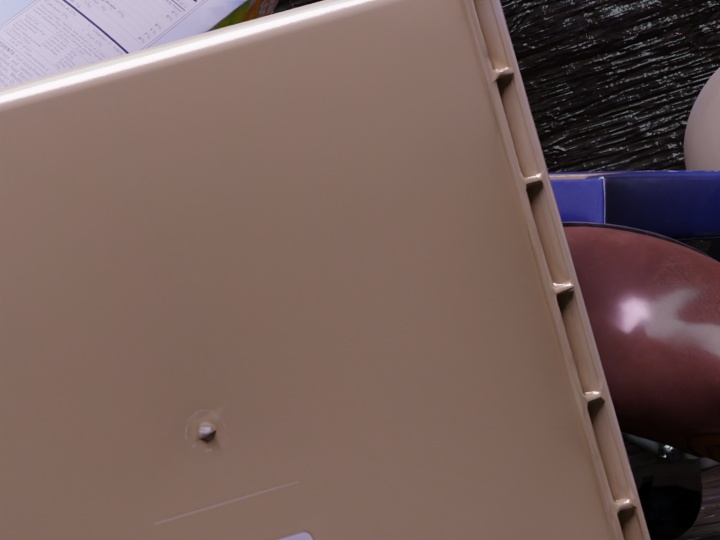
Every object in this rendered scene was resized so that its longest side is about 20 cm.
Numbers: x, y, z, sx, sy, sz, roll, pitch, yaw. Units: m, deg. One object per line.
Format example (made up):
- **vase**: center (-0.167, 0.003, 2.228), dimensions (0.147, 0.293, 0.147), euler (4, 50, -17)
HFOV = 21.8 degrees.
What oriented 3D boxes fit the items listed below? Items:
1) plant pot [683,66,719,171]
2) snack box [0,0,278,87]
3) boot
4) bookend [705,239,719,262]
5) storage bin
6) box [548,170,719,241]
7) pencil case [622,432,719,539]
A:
- **plant pot**: center (0.319, -0.047, 1.228), dimensions (0.200, 0.201, 0.135), euler (-16, 37, 16)
- **snack box**: center (-0.128, -0.044, 0.741), dimensions (0.200, 0.068, 0.169), euler (-47, -5, -37)
- **boot**: center (0.116, 0.037, 0.526), dimensions (0.188, 0.069, 0.200), euler (27, 2, -1)
- **bookend**: center (0.284, -0.017, 0.874), dimensions (0.092, 0.199, 0.200), euler (-3, 37, -36)
- **storage bin**: center (-0.040, 0.040, 0.494), dimensions (0.199, 0.199, 0.094), euler (-16, 0, -5)
- **box**: center (0.106, -0.027, 0.818), dimensions (0.200, 0.033, 0.121), euler (-5, 4, -41)
- **pencil case**: center (0.029, 0.082, 0.627), dimensions (0.200, 0.078, 0.089), euler (-16, -13, -37)
